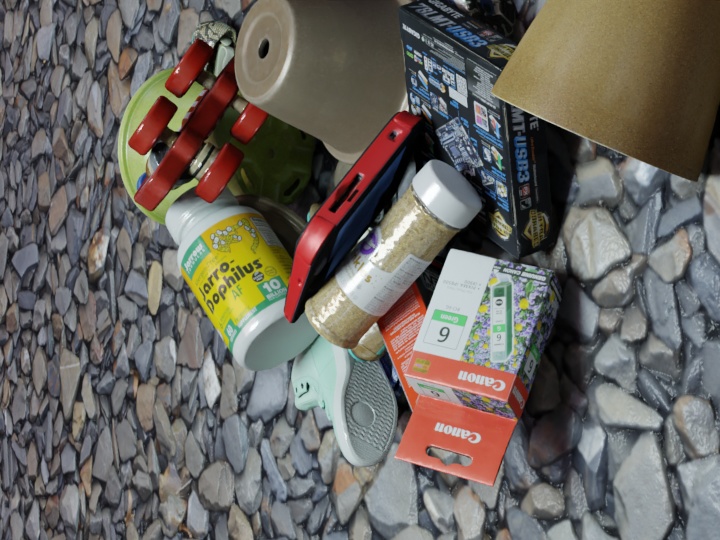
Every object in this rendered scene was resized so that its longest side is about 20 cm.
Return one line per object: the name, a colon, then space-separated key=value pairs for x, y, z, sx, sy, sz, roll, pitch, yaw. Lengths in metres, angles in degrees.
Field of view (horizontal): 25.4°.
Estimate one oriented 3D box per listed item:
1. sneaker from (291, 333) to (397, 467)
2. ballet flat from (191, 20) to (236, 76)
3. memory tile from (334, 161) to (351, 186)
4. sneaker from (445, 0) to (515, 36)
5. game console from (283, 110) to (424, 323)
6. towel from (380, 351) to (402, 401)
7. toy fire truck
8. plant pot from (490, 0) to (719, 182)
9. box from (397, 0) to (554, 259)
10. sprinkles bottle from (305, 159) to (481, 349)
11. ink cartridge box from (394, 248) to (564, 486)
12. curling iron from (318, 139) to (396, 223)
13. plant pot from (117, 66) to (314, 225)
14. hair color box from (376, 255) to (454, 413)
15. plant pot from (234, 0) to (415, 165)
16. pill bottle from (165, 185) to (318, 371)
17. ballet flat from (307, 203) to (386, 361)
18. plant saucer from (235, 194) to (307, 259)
sneaker: x=-0.022 y=0.147 z=1.745 sx=0.118 sy=0.073 sz=0.202 roll=-50 pitch=37 yaw=41
ballet flat: x=-0.192 y=-0.225 z=2.085 sx=0.075 sy=0.067 sz=0.202 roll=11 pitch=97 yaw=42
memory tile: x=0.026 y=-0.180 z=1.737 sx=0.200 sy=0.017 sz=0.155 roll=-35 pitch=57 yaw=45
sneaker: x=0.086 y=-0.300 z=1.606 sx=0.089 sy=0.078 sz=0.202 roll=-40 pitch=57 yaw=48
game console: x=-0.007 y=-0.053 z=1.588 sx=0.031 sy=0.200 sz=0.177 roll=33 pitch=153 yaw=10
towel: x=0.014 y=0.080 z=1.774 sx=0.145 sy=0.024 sz=0.201 roll=58 pitch=136 yaw=43
toy fire truck: x=-0.186 y=-0.142 z=1.740 sx=0.201 sy=0.112 sz=0.168 roll=-61 pitch=10 yaw=-27
plant pot: x=0.228 y=-0.200 z=1.298 sx=0.186 sy=0.185 sz=0.202 roll=37 pitch=108 yaw=53
box: x=0.109 y=-0.140 z=1.533 sx=0.200 sy=0.049 sz=0.200 roll=42 pitch=148 yaw=53
sprinkles bottle: x=0.030 y=-0.013 z=1.537 sx=0.200 sy=0.068 sz=0.069 roll=-49 pitch=47 yaw=22
ink cartridge box: x=0.104 y=0.087 z=1.474 sx=0.108 sy=0.050 sz=0.202 roll=12 pitch=68 yaw=26
curling iron: x=-0.011 y=-0.121 z=1.814 sx=0.200 sy=0.025 sz=0.050 roll=53 pitch=128 yaw=44
plant pot: x=-0.160 y=-0.144 z=1.929 sx=0.183 sy=0.199 sz=0.203 roll=9 pitch=98 yaw=46
hair color box: x=0.071 y=0.068 z=1.594 sx=0.061 sy=0.101 sz=0.201 roll=-36 pitch=56 yaw=22
plant pot: x=-0.030 y=-0.217 z=1.661 sx=0.199 sy=0.173 sz=0.202 roll=-15 pitch=71 yaw=51
pill bottle: x=-0.133 y=0.001 z=1.754 sx=0.201 sy=0.112 sz=0.113 roll=55 pitch=135 yaw=27
ballet flat: x=0.000 y=0.000 z=1.730 sx=0.072 sy=0.067 sz=0.202 roll=-36 pitch=56 yaw=32
plant saucer: x=-0.104 y=0.005 z=1.862 sx=0.199 sy=0.029 sz=0.202 roll=24 pitch=134 yaw=27
